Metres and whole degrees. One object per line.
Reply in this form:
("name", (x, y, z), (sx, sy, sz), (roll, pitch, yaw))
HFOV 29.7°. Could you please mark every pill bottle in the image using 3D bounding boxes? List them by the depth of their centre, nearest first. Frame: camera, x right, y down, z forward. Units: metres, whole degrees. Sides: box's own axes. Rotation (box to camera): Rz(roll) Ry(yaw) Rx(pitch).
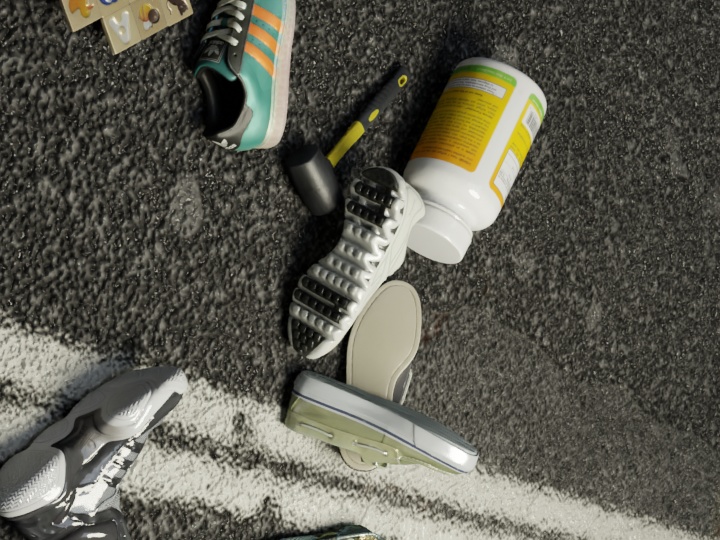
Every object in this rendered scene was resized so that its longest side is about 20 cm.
("pill bottle", (0.111, -0.114, 1.436), (0.111, 0.110, 0.202), (42, 67, -38))

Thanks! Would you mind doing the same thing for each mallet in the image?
("mallet", (-0.010, -0.148, 1.372), (0.066, 0.041, 0.201), (54, 55, -37))

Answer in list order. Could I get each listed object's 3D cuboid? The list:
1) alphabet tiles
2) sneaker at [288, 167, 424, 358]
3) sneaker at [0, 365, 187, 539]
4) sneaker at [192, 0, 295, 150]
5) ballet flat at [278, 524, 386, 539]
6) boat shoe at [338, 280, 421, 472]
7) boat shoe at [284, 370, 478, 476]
("alphabet tiles", (-0.208, -0.297, 1.157), (0.166, 0.006, 0.202), (-39, 123, -40))
("sneaker", (0.000, 0.000, 1.339), (0.081, 0.075, 0.201), (22, 100, -57))
("sneaker", (-0.219, 0.175, 1.180), (0.199, 0.075, 0.115), (-38, 119, -28))
("sneaker", (-0.110, -0.211, 1.242), (0.079, 0.071, 0.203), (-9, 102, -47))
("ballet flat", (-0.047, 0.300, 1.359), (0.199, 0.074, 0.075), (-14, 104, -42))
("boat shoe", (0.017, 0.111, 1.421), (0.063, 0.072, 0.203), (87, 15, -76))
("boat shoe", (0.019, 0.163, 1.350), (0.072, 0.198, 0.063), (-7, 119, -78))
